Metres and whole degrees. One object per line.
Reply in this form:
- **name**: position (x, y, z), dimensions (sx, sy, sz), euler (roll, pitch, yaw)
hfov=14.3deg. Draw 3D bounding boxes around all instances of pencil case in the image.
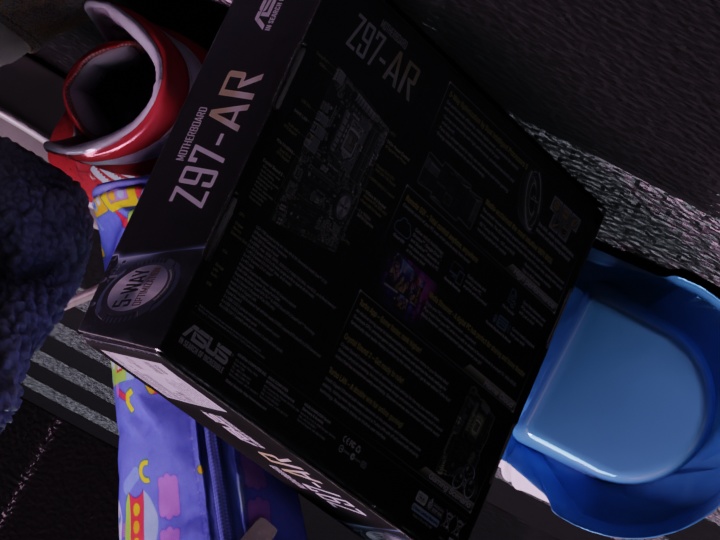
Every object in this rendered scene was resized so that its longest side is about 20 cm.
- **pencil case**: position (-0.061, 0.056, 1.125), dimensions (0.078, 0.200, 0.087), euler (-3, 167, -13)

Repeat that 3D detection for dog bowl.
- **dog bowl**: position (0.075, 0.034, 1.202), dimensions (0.200, 0.112, 0.050), euler (27, -178, 6)

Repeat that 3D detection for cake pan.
- **cake pan**: position (-0.189, -0.081, 1.509), dimensions (0.200, 0.037, 0.200), euler (27, 169, 6)

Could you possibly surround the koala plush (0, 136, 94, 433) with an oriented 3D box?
- **koala plush**: position (-0.242, 0.000, 1.144), dimensions (0.177, 0.184, 0.200), euler (-21, 127, 35)

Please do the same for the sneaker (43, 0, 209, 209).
- **sneaker**: position (-0.105, -0.067, 1.228), dimensions (0.112, 0.071, 0.200), euler (20, 169, -36)

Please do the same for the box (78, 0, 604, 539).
- **box**: position (0.000, 0.000, 1.072), dimensions (0.043, 0.160, 0.200), euler (11, 161, 40)

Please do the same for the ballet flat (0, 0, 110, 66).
- **ballet flat**: position (-0.182, -0.116, 1.252), dimensions (0.068, 0.067, 0.200), euler (36, 167, -39)

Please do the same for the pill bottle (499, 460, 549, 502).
- **pill bottle**: position (0.018, 0.027, 1.294), dimensions (0.200, 0.109, 0.109), euler (25, 169, 18)

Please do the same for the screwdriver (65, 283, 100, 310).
- **screwdriver**: position (-0.079, -0.010, 1.249), dimensions (0.028, 0.200, 0.029), euler (-101, -7, -66)
